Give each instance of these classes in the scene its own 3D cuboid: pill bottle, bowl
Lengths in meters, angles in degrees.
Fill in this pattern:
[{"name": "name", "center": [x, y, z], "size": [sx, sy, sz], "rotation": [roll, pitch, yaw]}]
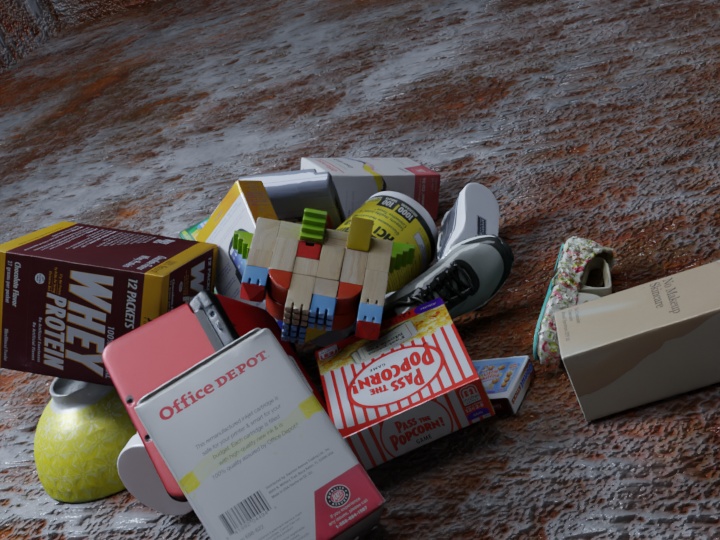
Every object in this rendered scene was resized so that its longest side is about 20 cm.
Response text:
[{"name": "pill bottle", "center": [-0.166, 0.159, 1.389], "size": [0.116, 0.116, 0.200], "rotation": [-8, 29, 31]}, {"name": "pill bottle", "center": [0.000, 0.000, 1.562], "size": [0.112, 0.113, 0.200], "rotation": [-1, 33, 41]}, {"name": "bowl", "center": [-0.302, 0.164, 1.514], "size": [0.200, 0.108, 0.200], "rotation": [-20, 25, 10]}]

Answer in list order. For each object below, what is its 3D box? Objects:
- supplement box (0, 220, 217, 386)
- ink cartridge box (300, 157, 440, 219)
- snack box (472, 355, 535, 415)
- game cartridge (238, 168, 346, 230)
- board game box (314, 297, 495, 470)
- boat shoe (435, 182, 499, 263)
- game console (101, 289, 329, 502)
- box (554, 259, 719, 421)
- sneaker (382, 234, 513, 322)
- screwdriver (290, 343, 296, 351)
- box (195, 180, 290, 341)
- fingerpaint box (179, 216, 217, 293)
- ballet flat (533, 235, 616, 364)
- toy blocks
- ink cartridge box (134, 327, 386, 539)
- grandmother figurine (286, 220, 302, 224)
[{"name": "supplement box", "center": [-0.289, 0.036, 1.480], "size": [0.200, 0.133, 0.197], "rotation": [8, 13, 10]}, {"name": "ink cartridge box", "center": [-0.007, -0.109, 1.746], "size": [0.200, 0.068, 0.116], "rotation": [-3, 17, -23]}, {"name": "snack box", "center": [0.077, 0.125, 1.346], "size": [0.200, 0.024, 0.072], "rotation": [-8, 28, 32]}, {"name": "game cartridge", "center": [-0.084, -0.052, 1.636], "size": [0.133, 0.200, 0.041], "rotation": [-3, 57, 11]}, {"name": "board game box", "center": [0.040, 0.112, 1.317], "size": [0.151, 0.046, 0.200], "rotation": [-24, 23, 1]}, {"name": "boat shoe", "center": [0.121, -0.021, 1.559], "size": [0.068, 0.072, 0.200], "rotation": [-48, 22, 39]}, {"name": "game console", "center": [-0.137, 0.132, 1.330], "size": [0.119, 0.172, 0.200], "rotation": [-43, 58, 17]}, {"name": "box", "center": [0.290, 0.060, 1.217], "size": [0.200, 0.078, 0.095], "rotation": [-19, 24, 11]}, {"name": "sneaker", "center": [0.083, 0.033, 1.435], "size": [0.200, 0.074, 0.079], "rotation": [-34, 4, 13]}, {"name": "screwdriver", "center": [-0.144, 0.085, 1.624], "size": [0.028, 0.029, 0.200], "rotation": [-38, 29, -29]}, {"name": "box", "center": [-0.121, 0.009, 1.516], "size": [0.041, 0.200, 0.119], "rotation": [-6, -29, -39]}, {"name": "fingerpaint box", "center": [-0.148, -0.037, 1.820], "size": [0.167, 0.073, 0.200], "rotation": [-28, 25, -9]}, {"name": "ballet flat", "center": [0.228, 0.026, 1.359], "size": [0.064, 0.076, 0.200], "rotation": [3, 36, 18]}, {"name": "toy blocks", "center": [-0.049, 0.019, 1.388], "size": [0.200, 0.100, 0.137], "rotation": [10, 45, 0]}, {"name": "ink cartridge box", "center": [-0.092, 0.175, 1.188], "size": [0.145, 0.200, 0.083], "rotation": [-31, -18, -13]}, {"name": "grandmother figurine", "center": [-0.119, 0.005, 1.642], "size": [0.121, 0.061, 0.200], "rotation": [0, -26, -29]}]
